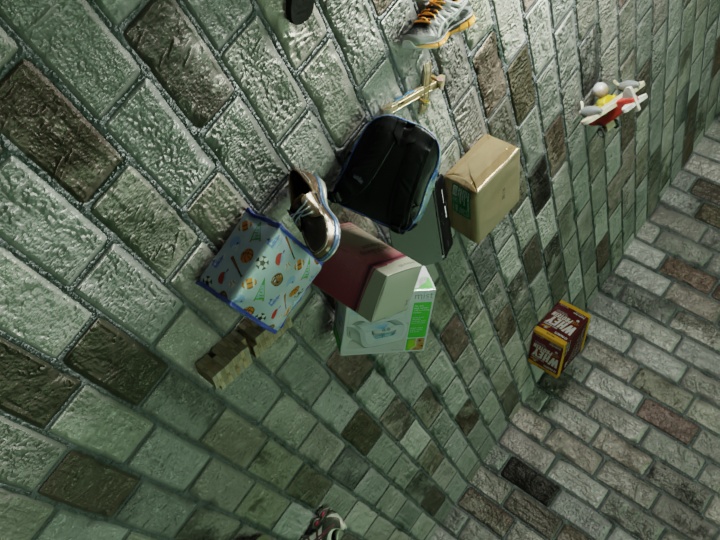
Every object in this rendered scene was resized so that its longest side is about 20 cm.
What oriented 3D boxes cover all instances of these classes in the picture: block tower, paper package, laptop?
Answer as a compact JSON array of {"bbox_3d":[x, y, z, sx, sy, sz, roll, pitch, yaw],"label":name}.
[{"bbox_3d":[-0.222,0.141,1.564,0.200,0.058,0.054,-41,147,-26],"label":"block tower"},{"bbox_3d":[0.305,-0.202,2.021,0.191,0.103,0.200,-46,149,-23],"label":"paper package"},{"bbox_3d":[0.138,-0.110,1.866,0.200,0.103,0.178,-51,134,-66],"label":"laptop"}]

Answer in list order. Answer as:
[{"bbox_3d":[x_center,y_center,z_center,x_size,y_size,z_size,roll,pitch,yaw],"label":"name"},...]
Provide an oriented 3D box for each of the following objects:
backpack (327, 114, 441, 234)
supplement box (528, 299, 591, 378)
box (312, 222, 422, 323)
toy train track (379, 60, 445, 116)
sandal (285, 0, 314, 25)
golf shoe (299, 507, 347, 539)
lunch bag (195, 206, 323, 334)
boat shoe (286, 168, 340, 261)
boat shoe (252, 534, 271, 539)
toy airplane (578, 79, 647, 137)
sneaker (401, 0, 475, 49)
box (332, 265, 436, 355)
[{"bbox_3d":[0.061,-0.194,1.578,0.147,0.183,0.201,-34,148,-78],"label":"backpack"},{"bbox_3d":[0.762,0.262,3.129,0.200,0.133,0.198,-40,146,-32],"label":"supplement box"},{"bbox_3d":[0.000,0.000,1.628,0.128,0.200,0.109,-16,131,-51],"label":"box"},{"bbox_3d":[0.115,-0.351,1.659,0.200,0.032,0.115,-35,143,-35],"label":"toy train track"},{"bbox_3d":[-0.081,-0.466,1.232,0.075,0.045,0.200,-37,144,-34],"label":"sandal"},{"bbox_3d":[-0.117,0.760,2.264,0.200,0.088,0.077,-61,153,5],"label":"golf shoe"},{"bbox_3d":[-0.168,0.010,1.459,0.170,0.124,0.200,-56,142,-5],"label":"lunch bag"},{"bbox_3d":[-0.093,-0.099,1.433,0.072,0.200,0.072,-40,135,22],"label":"boat shoe"},{"bbox_3d":[-0.263,0.701,2.012,0.063,0.074,0.201,-24,163,9],"label":"boat shoe"},{"bbox_3d":[0.736,-0.494,2.388,0.199,0.141,0.200,-36,176,26],"label":"toy airplane"},{"bbox_3d":[0.143,-0.479,1.555,0.200,0.078,0.077,-42,133,-35],"label":"sneaker"},{"bbox_3d":[0.049,0.087,1.803,0.199,0.097,0.177,-1,126,-14],"label":"box"}]
